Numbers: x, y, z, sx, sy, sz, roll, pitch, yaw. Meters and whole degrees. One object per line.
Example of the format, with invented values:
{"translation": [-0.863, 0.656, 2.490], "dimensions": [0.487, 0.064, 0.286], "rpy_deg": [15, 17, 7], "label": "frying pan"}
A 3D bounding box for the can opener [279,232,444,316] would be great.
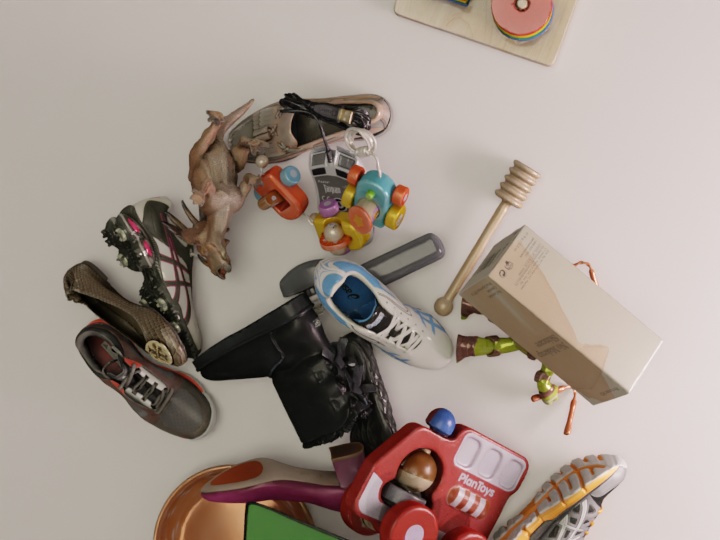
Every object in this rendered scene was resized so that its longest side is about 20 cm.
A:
{"translation": [0.000, 0.000, 1.586], "dimensions": [0.200, 0.053, 0.067], "rpy_deg": [-21, 87, 8], "label": "can opener"}

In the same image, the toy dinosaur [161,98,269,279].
{"translation": [-0.172, -0.103, 1.567], "dimensions": [0.086, 0.136, 0.200], "rpy_deg": [13, 68, -23], "label": "toy dinosaur"}

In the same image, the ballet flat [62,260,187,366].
{"translation": [-0.281, 0.056, 1.598], "dimensions": [0.200, 0.046, 0.067], "rpy_deg": [36, 140, 25], "label": "ballet flat"}

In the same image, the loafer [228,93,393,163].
{"translation": [-0.063, -0.171, 1.588], "dimensions": [0.200, 0.063, 0.072], "rpy_deg": [-11, 88, 8], "label": "loafer"}

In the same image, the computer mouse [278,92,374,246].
{"translation": [-0.023, -0.115, 1.557], "dimensions": [0.109, 0.044, 0.200], "rpy_deg": [10, 134, 27], "label": "computer mouse"}

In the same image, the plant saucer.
{"translation": [-0.146, 0.328, 1.620], "dimensions": [0.200, 0.037, 0.201], "rpy_deg": [0, 91, 8], "label": "plant saucer"}

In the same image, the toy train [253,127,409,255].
{"translation": [-0.040, -0.078, 1.525], "dimensions": [0.200, 0.056, 0.150], "rpy_deg": [-21, 114, 48], "label": "toy train"}

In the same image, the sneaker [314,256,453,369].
{"translation": [0.027, 0.059, 1.546], "dimensions": [0.200, 0.073, 0.072], "rpy_deg": [36, 107, -23], "label": "sneaker"}

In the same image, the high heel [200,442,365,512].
{"translation": [-0.079, 0.264, 1.567], "dimensions": [0.200, 0.067, 0.096], "rpy_deg": [-11, 111, 7], "label": "high heel"}

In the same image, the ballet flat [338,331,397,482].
{"translation": [0.017, 0.168, 1.591], "dimensions": [0.066, 0.057, 0.200], "rpy_deg": [-9, 96, 29], "label": "ballet flat"}

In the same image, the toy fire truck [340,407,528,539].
{"translation": [0.083, 0.245, 1.524], "dimensions": [0.200, 0.112, 0.168], "rpy_deg": [32, 83, -31], "label": "toy fire truck"}

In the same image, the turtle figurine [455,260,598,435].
{"translation": [0.191, 0.083, 1.553], "dimensions": [0.161, 0.064, 0.200], "rpy_deg": [6, 92, 8], "label": "turtle figurine"}

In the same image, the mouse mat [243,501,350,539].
{"translation": [-0.039, 0.324, 1.520], "dimensions": [0.200, 0.161, 0.008], "rpy_deg": [22, 57, 8], "label": "mouse mat"}

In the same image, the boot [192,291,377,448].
{"translation": [-0.087, 0.131, 1.570], "dimensions": [0.198, 0.073, 0.163], "rpy_deg": [-29, 92, 32], "label": "boot"}

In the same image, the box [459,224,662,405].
{"translation": [0.217, 0.051, 1.480], "dimensions": [0.200, 0.095, 0.078], "rpy_deg": [39, 68, -3], "label": "box"}

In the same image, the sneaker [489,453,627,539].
{"translation": [0.231, 0.287, 1.552], "dimensions": [0.200, 0.078, 0.077], "rpy_deg": [-44, 98, 10], "label": "sneaker"}

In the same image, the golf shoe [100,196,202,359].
{"translation": [-0.222, 0.009, 1.605], "dimensions": [0.088, 0.077, 0.200], "rpy_deg": [-35, 112, -34], "label": "golf shoe"}

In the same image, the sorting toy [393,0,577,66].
{"translation": [0.160, -0.361, 1.550], "dimensions": [0.198, 0.070, 0.200], "rpy_deg": [20, 93, 7], "label": "sorting toy"}

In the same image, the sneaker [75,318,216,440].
{"translation": [-0.263, 0.136, 1.611], "dimensions": [0.200, 0.082, 0.077], "rpy_deg": [35, 95, 7], "label": "sneaker"}

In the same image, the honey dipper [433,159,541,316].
{"translation": [0.140, -0.035, 1.575], "dimensions": [0.038, 0.038, 0.200], "rpy_deg": [33, 97, 7], "label": "honey dipper"}
